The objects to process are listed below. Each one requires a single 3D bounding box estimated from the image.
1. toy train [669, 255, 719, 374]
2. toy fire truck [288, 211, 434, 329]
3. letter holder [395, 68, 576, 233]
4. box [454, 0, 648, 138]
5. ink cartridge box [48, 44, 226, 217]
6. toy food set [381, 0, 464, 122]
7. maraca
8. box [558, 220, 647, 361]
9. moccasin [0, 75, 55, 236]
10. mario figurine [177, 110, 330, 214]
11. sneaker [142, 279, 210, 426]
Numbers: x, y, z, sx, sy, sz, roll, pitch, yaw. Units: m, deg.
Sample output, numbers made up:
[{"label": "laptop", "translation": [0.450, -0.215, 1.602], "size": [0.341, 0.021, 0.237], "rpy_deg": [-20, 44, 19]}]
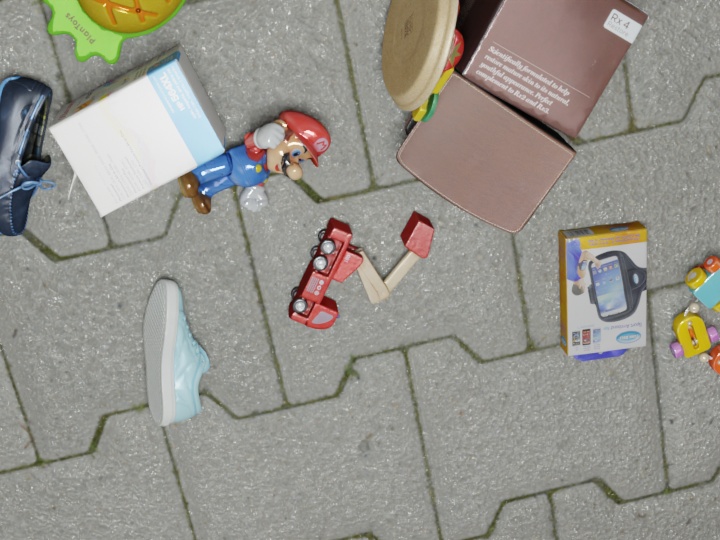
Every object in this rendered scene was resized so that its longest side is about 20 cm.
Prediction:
[{"label": "toy train", "translation": [0.516, 0.065, 1.561], "size": [0.148, 0.056, 0.203], "rpy_deg": [1, 113, -8]}, {"label": "toy fire truck", "translation": [0.000, 0.000, 1.477], "size": [0.140, 0.049, 0.202], "rpy_deg": [22, 106, -14]}, {"label": "letter holder", "translation": [0.151, -0.158, 1.413], "size": [0.199, 0.101, 0.143], "rpy_deg": [30, 106, -16]}, {"label": "box", "translation": [0.210, -0.288, 1.319], "size": [0.165, 0.200, 0.165], "rpy_deg": [26, 105, -14]}, {"label": "ink cartridge box", "translation": [-0.280, -0.168, 1.341], "size": [0.198, 0.129, 0.126], "rpy_deg": [-27, 110, 3]}, {"label": "toy food set", "translation": [0.077, -0.288, 1.306], "size": [0.048, 0.202, 0.198], "rpy_deg": [7, 147, -21]}, {"label": "maraca", "translation": [-0.285, -0.336, 1.292], "size": [0.200, 0.107, 0.137], "rpy_deg": [-43, 109, 9]}, {"label": "box", "translation": [0.342, 0.037, 1.536], "size": [0.117, 0.042, 0.203], "rpy_deg": [-7, 108, -4]}, {"label": "moccasin", "translation": [-0.421, -0.137, 1.359], "size": [0.067, 0.081, 0.203], "rpy_deg": [9, 110, 2]}, {"label": "mario figurine", "translation": [-0.128, -0.127, 1.381], "size": [0.198, 0.124, 0.107], "rpy_deg": [-24, 102, 5]}, {"label": "sneaker", "translation": [-0.247, 0.108, 1.487], "size": [0.081, 0.074, 0.203], "rpy_deg": [-7, 108, -36]}]
